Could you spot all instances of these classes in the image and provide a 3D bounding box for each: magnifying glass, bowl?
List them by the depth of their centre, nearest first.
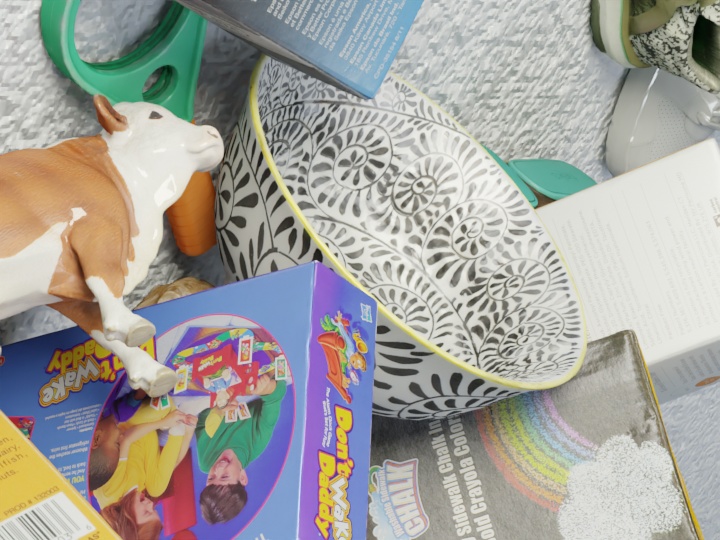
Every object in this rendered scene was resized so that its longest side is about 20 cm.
[{"bbox_3d":[-0.087,-0.076,0.971,0.080,0.022,0.200,-40,148,-20],"label":"magnifying glass"},{"bbox_3d":[0.000,0.000,1.024,0.094,0.201,0.200,-43,155,27],"label":"bowl"}]

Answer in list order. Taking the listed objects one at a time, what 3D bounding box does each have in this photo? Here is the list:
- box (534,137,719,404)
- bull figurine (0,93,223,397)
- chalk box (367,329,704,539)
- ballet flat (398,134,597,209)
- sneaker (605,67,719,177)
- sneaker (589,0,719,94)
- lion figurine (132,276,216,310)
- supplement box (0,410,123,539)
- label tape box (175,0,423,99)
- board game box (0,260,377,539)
[{"bbox_3d":[0.112,0.025,1.159,0.199,0.098,0.124,-22,165,9],"label":"box"},{"bbox_3d":[-0.135,-0.006,0.882,0.199,0.122,0.065,-13,144,-29],"label":"bull figurine"},{"bbox_3d":[0.061,0.135,1.070,0.199,0.125,0.124,-19,146,6],"label":"chalk box"},{"bbox_3d":[0.067,-0.030,1.182,0.062,0.067,0.200,-54,149,16],"label":"ballet flat"},{"bbox_3d":[0.226,-0.112,1.258,0.074,0.115,0.201,3,121,-56],"label":"sneaker"},{"bbox_3d":[0.167,-0.165,1.148,0.077,0.089,0.200,-42,147,-16],"label":"sneaker"},{"bbox_3d":[-0.052,0.078,1.101,0.199,0.073,0.123,23,108,-43],"label":"lion figurine"},{"bbox_3d":[-0.162,0.089,0.869,0.069,0.200,0.067,-24,140,-31],"label":"supplement box"},{"bbox_3d":[-0.031,-0.168,0.893,0.200,0.063,0.145,25,92,-59],"label":"label tape box"},{"bbox_3d":[-0.089,0.085,0.920,0.045,0.199,0.135,34,51,-46],"label":"board game box"}]
